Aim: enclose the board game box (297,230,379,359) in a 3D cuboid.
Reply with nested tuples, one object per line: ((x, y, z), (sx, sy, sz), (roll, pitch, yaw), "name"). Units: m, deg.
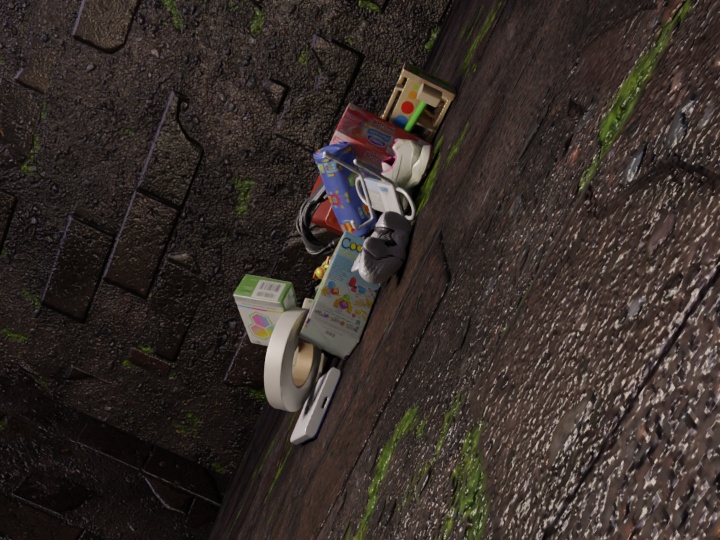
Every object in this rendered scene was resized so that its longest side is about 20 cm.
((-0.029, 0.047, 1.482), (0.103, 0.104, 0.201), (121, 172, -59), "board game box")

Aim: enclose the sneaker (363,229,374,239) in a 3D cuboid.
((0.000, 0.000, 1.626), (0.201, 0.067, 0.090), (-60, 5, -25), "sneaker")

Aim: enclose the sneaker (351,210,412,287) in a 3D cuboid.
((0.029, -0.011, 1.341), (0.116, 0.075, 0.200), (-63, 1, 35), "sneaker")

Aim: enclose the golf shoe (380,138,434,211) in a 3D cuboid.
((0.073, -0.176, 1.557), (0.076, 0.091, 0.201), (-75, 9, -57), "golf shoe")

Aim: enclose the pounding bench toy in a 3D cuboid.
((0.114, -0.334, 1.668), (0.200, 0.123, 0.157), (-77, 13, -68), "pounding bench toy")

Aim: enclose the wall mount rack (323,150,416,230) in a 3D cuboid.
((0.013, -0.148, 1.449), (0.074, 0.175, 0.199), (-30, 28, -22), "wall mount rack")

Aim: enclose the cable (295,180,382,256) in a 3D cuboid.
((-0.046, -0.111, 1.686), (0.200, 0.162, 0.051), (-50, 16, 17), "cable")

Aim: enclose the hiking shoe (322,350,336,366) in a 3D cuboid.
((-0.072, 0.123, 1.674), (0.200, 0.075, 0.102), (-104, 35, -69), "hiking shoe")

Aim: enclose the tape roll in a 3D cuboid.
((-0.127, 0.172, 1.519), (0.203, 0.037, 0.205), (8, -90, -71), "tape roll")

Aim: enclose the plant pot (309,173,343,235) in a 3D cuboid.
((-0.013, -0.169, 1.959), (0.202, 0.198, 0.176), (-65, 14, 9), "plant pot")

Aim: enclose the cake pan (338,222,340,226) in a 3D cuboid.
((0.022, -0.175, 1.770), (0.201, 0.037, 0.201), (-51, -12, -15), "cake pan")

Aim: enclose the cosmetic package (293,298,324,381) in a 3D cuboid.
((-0.118, 0.175, 1.802), (0.201, 0.070, 0.106), (-82, 8, -45), "cosmetic package")

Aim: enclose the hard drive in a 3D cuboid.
((-0.088, 0.267, 1.514), (0.200, 0.025, 0.133), (128, 166, -70), "hard drive")

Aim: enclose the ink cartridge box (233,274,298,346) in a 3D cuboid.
((-0.175, 0.104, 1.568), (0.201, 0.103, 0.060), (79, -153, -44), "ink cartridge box")

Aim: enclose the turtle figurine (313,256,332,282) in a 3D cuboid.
((-0.061, -0.001, 1.910), (0.160, 0.064, 0.202), (-19, -45, -46), "turtle figurine")

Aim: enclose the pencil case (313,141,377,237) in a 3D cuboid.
((-0.025, -0.165, 1.589), (0.087, 0.202, 0.078), (-35, 28, -28), "pencil case")

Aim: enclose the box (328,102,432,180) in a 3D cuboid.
((0.036, -0.246, 1.636), (0.095, 0.198, 0.103), (-58, 8, 49), "box")

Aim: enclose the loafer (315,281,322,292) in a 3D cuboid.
((-0.047, 0.027, 1.767), (0.070, 0.075, 0.200), (-53, 4, -20), "loafer")
